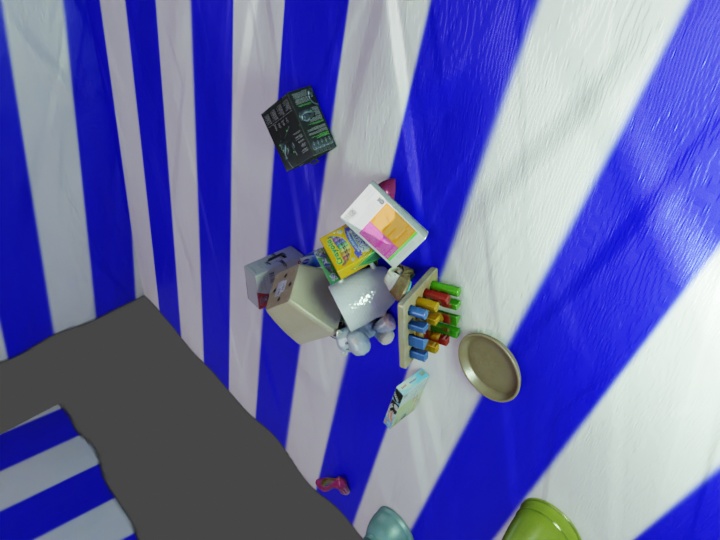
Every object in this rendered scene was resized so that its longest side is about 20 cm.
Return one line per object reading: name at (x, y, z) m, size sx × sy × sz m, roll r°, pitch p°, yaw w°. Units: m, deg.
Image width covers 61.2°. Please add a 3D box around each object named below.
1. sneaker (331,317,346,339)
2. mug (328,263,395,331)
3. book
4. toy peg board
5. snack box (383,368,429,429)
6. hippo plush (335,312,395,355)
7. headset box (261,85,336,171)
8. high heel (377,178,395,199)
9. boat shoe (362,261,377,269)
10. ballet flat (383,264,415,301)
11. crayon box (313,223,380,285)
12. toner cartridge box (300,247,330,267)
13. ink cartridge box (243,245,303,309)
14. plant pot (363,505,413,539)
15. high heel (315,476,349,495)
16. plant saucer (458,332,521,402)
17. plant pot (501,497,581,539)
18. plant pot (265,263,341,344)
sneaker at (-0.102, 0.142, 2.067) m, size 0.201 × 0.071 × 0.083 m, roll 57°, pitch 144°, yaw 8°
mug at (0.005, 0.048, 1.743) m, size 0.202 × 0.174 × 0.148 m, roll 63°, pitch 176°, yaw -17°
book at (0.059, -0.116, 1.591) m, size 0.200 × 0.048 × 0.134 m, roll 43°, pitch 118°, yaw -6°
toy peg board at (0.186, 0.131, 1.584) m, size 0.097 × 0.199 × 0.202 m, roll 14°, pitch 125°, yaw 28°
snack box at (0.140, 0.398, 1.884) m, size 0.037 × 0.116 × 0.201 m, roll 42°, pitch 141°, yaw 26°
hippo plush at (-0.006, 0.172, 1.870) m, size 0.199 × 0.160 × 0.161 m, roll 18°, pitch 128°, yaw 41°
headset box at (-0.177, -0.401, 1.770) m, size 0.173 × 0.092 × 0.202 m, roll -15°, pitch 101°, yaw 55°
high heel at (0.095, -0.146, 1.636) m, size 0.201 × 0.095 × 0.068 m, roll 56°, pitch -173°, yaw -28°
boat shoe at (0.002, 0.000, 1.839) m, size 0.202 × 0.072 × 0.064 m, roll 104°, pitch 159°, yaw -51°
ballet flat at (0.101, 0.024, 1.622) m, size 0.072 × 0.200 × 0.068 m, roll 35°, pitch 111°, yaw 0°
crayon box at (-0.026, -0.064, 1.687) m, size 0.126 × 0.199 × 0.052 m, roll 59°, pitch 177°, yaw 29°
toner cartridge box at (-0.099, -0.048, 1.911) m, size 0.199 × 0.094 × 0.044 m, roll -9°, pitch 105°, yaw 54°
ink cartridge box at (-0.296, 0.023, 2.127) m, size 0.083 × 0.199 × 0.148 m, roll 34°, pitch 137°, yaw 38°
plant pot at (0.095, 1.049, 2.378) m, size 0.199 × 0.133 × 0.202 m, roll 31°, pitch 135°, yaw 37°
high heel at (-0.136, 0.911, 2.639) m, size 0.199 × 0.067 × 0.097 m, roll 3°, pitch 125°, yaw 47°
plant saucer at (0.340, 0.250, 1.595) m, size 0.199 × 0.029 × 0.202 m, roll 32°, pitch 136°, yaw 36°
plant pot at (0.461, 0.760, 1.642) m, size 0.200 × 0.192 × 0.202 m, roll 32°, pitch 136°, yaw 36°
plant pot at (-0.180, 0.092, 1.921) m, size 0.176 × 0.202 × 0.199 m, roll 33°, pitch 145°, yaw -32°
